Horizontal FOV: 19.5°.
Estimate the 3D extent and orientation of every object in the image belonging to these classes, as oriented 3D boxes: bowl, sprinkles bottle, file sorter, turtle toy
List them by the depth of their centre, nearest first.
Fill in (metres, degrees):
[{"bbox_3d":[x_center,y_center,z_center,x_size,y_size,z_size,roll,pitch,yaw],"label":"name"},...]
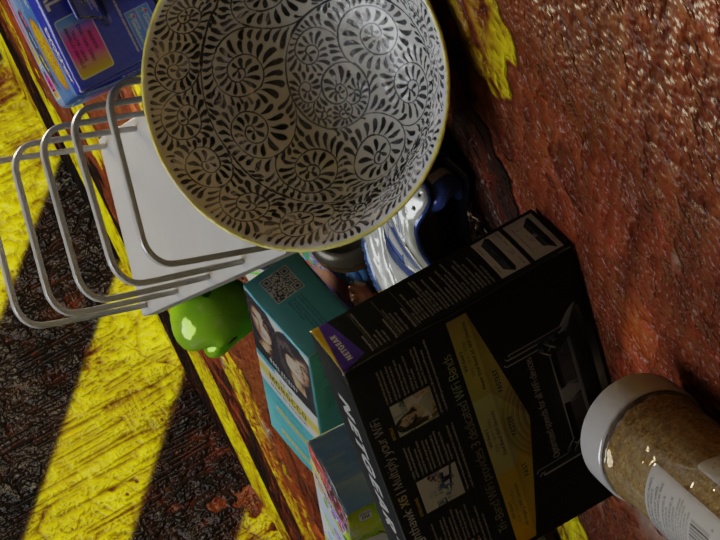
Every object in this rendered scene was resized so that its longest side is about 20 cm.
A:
[{"bbox_3d":[0.185,0.119,1.071,0.200,0.068,0.069,42,157,60],"label":"sprinkles bottle"},{"bbox_3d":[-0.025,-0.117,1.286,0.202,0.200,0.094,61,-157,2],"label":"bowl"},{"bbox_3d":[-0.160,-0.048,1.472,0.199,0.124,0.140,-22,82,51],"label":"file sorter"},{"bbox_3d":[-0.101,-0.035,1.607,0.101,0.201,0.145,27,169,-23],"label":"turtle toy"}]

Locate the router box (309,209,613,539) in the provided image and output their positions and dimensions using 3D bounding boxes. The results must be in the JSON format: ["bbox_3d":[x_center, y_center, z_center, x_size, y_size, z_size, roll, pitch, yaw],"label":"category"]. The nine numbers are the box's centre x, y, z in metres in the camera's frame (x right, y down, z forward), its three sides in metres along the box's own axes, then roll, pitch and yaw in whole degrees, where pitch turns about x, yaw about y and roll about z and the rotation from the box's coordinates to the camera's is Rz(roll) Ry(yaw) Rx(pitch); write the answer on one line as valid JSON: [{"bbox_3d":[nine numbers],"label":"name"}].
[{"bbox_3d":[0.072,0.085,1.277,0.052,0.156,0.201,47,161,51],"label":"router box"}]

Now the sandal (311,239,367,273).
[{"bbox_3d":[-0.032,-0.096,1.431,0.055,0.081,0.202,39,-144,-66],"label":"sandal"}]

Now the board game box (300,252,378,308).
[{"bbox_3d":[0.000,0.000,1.485,0.199,0.039,0.159,29,142,23],"label":"board game box"}]

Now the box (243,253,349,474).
[{"bbox_3d":[-0.035,0.078,1.552,0.082,0.049,0.201,47,161,29],"label":"box"}]

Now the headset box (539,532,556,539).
[{"bbox_3d":[0.119,0.257,1.688,0.201,0.077,0.149,65,169,-19],"label":"headset box"}]

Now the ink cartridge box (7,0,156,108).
[{"bbox_3d":[-0.192,-0.189,1.413,0.137,0.076,0.200,64,168,-6],"label":"ink cartridge box"}]

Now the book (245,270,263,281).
[{"bbox_3d":[-0.110,-0.066,1.781,0.201,0.048,0.134,58,174,-7],"label":"book"}]

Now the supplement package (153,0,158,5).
[{"bbox_3d":[-0.105,-0.227,1.429,0.121,0.121,0.200,65,168,-15],"label":"supplement package"}]

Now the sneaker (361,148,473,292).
[{"bbox_3d":[0.032,-0.072,1.362,0.088,0.075,0.201,0,118,52],"label":"sneaker"}]

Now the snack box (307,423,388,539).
[{"bbox_3d":[0.056,0.147,1.473,0.068,0.168,0.200,60,170,25],"label":"snack box"}]
